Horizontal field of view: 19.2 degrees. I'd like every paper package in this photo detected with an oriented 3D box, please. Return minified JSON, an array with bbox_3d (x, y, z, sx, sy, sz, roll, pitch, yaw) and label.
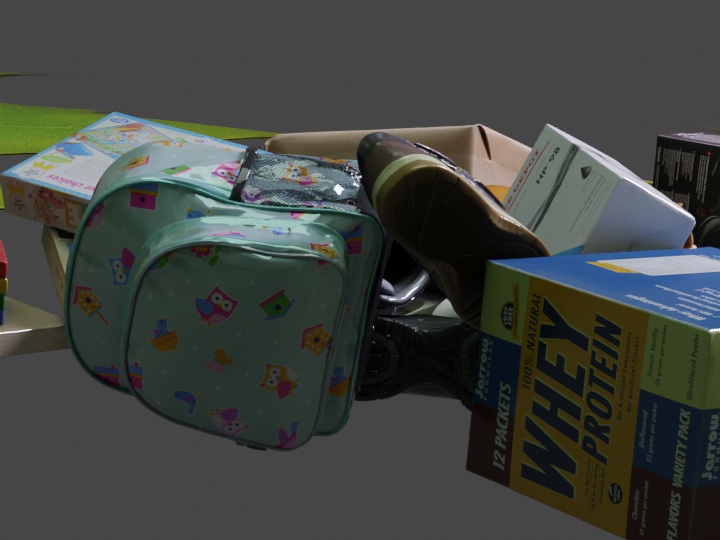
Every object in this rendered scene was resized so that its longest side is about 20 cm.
[{"bbox_3d":[0.048,-0.054,1.795,0.198,0.105,0.190,-1,-8,29],"label":"paper package"}]

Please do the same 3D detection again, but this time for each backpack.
[{"bbox_3d":[-0.091,0.013,1.353,0.198,0.177,0.154,14,27,5],"label":"backpack"}]

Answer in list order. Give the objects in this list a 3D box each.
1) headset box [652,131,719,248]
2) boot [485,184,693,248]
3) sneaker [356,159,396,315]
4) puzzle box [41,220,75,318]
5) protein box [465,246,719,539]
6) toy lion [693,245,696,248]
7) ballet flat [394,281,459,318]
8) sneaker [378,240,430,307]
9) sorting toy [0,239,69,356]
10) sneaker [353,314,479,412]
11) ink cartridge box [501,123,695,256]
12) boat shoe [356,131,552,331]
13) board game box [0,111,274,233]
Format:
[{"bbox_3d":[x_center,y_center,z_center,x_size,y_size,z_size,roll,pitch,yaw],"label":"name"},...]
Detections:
[{"bbox_3d":[0.350,-0.033,1.852,0.199,0.150,0.075,14,14,42],"label":"headset box"},{"bbox_3d":[0.173,-0.035,1.661,0.143,0.072,0.201,-4,-6,28],"label":"boot"},{"bbox_3d":[0.000,0.000,1.620,0.075,0.079,0.201,23,50,2],"label":"sneaker"},{"bbox_3d":[-0.158,0.015,1.580,0.132,0.026,0.200,6,24,-20],"label":"puzzle box"},{"bbox_3d":[0.204,0.073,1.294,0.199,0.136,0.198,-4,14,-37],"label":"protein box"},{"bbox_3d":[0.194,0.030,1.727,0.190,0.069,0.200,-3,11,-1],"label":"toy lion"},{"bbox_3d":[0.064,0.034,1.641,0.074,0.075,0.199,-5,11,-41],"label":"ballet flat"},{"bbox_3d":[-0.029,-0.005,1.492,0.198,0.076,0.114,-15,9,-16],"label":"sneaker"},{"bbox_3d":[-0.341,0.011,1.552,0.199,0.070,0.198,-5,15,-42],"label":"sorting toy"},{"bbox_3d":[0.072,0.059,1.480,0.198,0.077,0.091,10,8,20],"label":"sneaker"},{"bbox_3d":[0.145,-0.026,1.489,0.066,0.116,0.200,26,8,-20],"label":"ink cartridge box"},{"bbox_3d":[0.062,-0.027,1.326,0.200,0.073,0.065,48,9,-50],"label":"boat shoe"},{"bbox_3d":[-0.157,-0.064,1.626,0.199,0.035,0.134,17,34,34],"label":"board game box"}]
